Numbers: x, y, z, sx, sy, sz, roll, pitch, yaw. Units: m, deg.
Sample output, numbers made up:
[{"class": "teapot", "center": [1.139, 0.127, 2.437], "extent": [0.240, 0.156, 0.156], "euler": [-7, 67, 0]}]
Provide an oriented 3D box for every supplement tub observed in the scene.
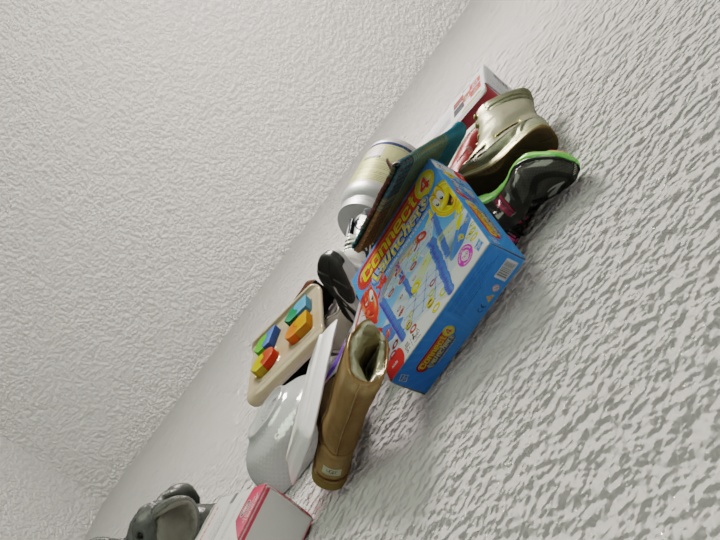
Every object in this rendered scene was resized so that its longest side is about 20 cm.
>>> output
[{"class": "supplement tub", "center": [0.045, -0.155, 1.422], "extent": [0.145, 0.144, 0.202], "euler": [-39, 18, 51]}]

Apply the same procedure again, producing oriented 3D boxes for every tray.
[{"class": "tray", "center": [-0.066, 0.166, 0.918], "extent": [0.202, 0.022, 0.109], "euler": [-79, 8, -49]}]

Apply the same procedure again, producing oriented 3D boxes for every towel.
[{"class": "towel", "center": [0.066, -0.113, 0.914], "extent": [0.199, 0.022, 0.148], "euler": [-37, -20, -51]}]

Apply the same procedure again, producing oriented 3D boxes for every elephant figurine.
[{"class": "elephant figurine", "center": [-0.275, 0.384, 1.036], "extent": [0.141, 0.199, 0.156], "euler": [-44, 14, 38]}]

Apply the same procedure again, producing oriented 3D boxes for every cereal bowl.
[{"class": "cereal bowl", "center": [-0.120, 0.246, 1.101], "extent": [0.201, 0.083, 0.201], "euler": [-52, 11, 15]}]

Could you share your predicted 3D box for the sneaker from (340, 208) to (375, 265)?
[{"class": "sneaker", "center": [-0.004, -0.051, 1.269], "extent": [0.198, 0.078, 0.133], "euler": [9, -93, -69]}]

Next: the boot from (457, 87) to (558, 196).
[{"class": "boot", "center": [0.178, -0.165, 0.996], "extent": [0.199, 0.072, 0.156], "euler": [-37, 31, 23]}]

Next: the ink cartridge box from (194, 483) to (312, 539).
[{"class": "ink cartridge box", "center": [-0.159, 0.370, 0.898], "extent": [0.199, 0.084, 0.147], "euler": [-35, 22, 54]}]

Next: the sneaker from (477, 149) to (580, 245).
[{"class": "sneaker", "center": [0.185, -0.068, 0.832], "extent": [0.200, 0.075, 0.086], "euler": [-41, 42, 42]}]

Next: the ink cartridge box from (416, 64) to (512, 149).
[{"class": "ink cartridge box", "center": [0.187, -0.246, 1.257], "extent": [0.201, 0.083, 0.177], "euler": [-49, 12, 28]}]

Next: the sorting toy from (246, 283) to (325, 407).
[{"class": "sorting toy", "center": [-0.135, 0.121, 1.223], "extent": [0.185, 0.036, 0.201], "euler": [-44, 22, 11]}]

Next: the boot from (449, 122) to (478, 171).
[{"class": "boot", "center": [0.177, -0.146, 1.073], "extent": [0.202, 0.072, 0.144], "euler": [-54, 17, 7]}]

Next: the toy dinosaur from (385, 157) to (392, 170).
[{"class": "toy dinosaur", "center": [0.071, -0.096, 1.185], "extent": [0.137, 0.084, 0.201], "euler": [-60, -22, -19]}]

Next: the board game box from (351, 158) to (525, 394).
[{"class": "board game box", "center": [0.081, 0.002, 0.833], "extent": [0.202, 0.055, 0.197], "euler": [-57, 31, 22]}]

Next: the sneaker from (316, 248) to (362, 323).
[{"class": "sneaker", "center": [0.000, 0.000, 1.143], "extent": [0.116, 0.075, 0.202], "euler": [-52, -32, -18]}]

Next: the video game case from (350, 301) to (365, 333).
[{"class": "video game case", "center": [0.063, 0.027, 0.995], "extent": [0.140, 0.018, 0.201], "euler": [-20, 26, 21]}]

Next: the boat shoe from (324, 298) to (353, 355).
[{"class": "boat shoe", "center": [-0.036, 0.098, 1.245], "extent": [0.201, 0.066, 0.058], "euler": [-72, 6, -57]}]

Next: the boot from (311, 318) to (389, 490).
[{"class": "boot", "center": [-0.008, 0.139, 0.839], "extent": [0.177, 0.064, 0.203], "euler": [-89, 12, -52]}]

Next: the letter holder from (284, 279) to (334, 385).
[{"class": "letter holder", "center": [-0.119, 0.131, 1.393], "extent": [0.202, 0.100, 0.142], "euler": [-56, 10, -9]}]

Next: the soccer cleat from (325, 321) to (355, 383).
[{"class": "soccer cleat", "center": [-0.011, 0.139, 1.017], "extent": [0.202, 0.067, 0.073], "euler": [-59, 4, -20]}]
